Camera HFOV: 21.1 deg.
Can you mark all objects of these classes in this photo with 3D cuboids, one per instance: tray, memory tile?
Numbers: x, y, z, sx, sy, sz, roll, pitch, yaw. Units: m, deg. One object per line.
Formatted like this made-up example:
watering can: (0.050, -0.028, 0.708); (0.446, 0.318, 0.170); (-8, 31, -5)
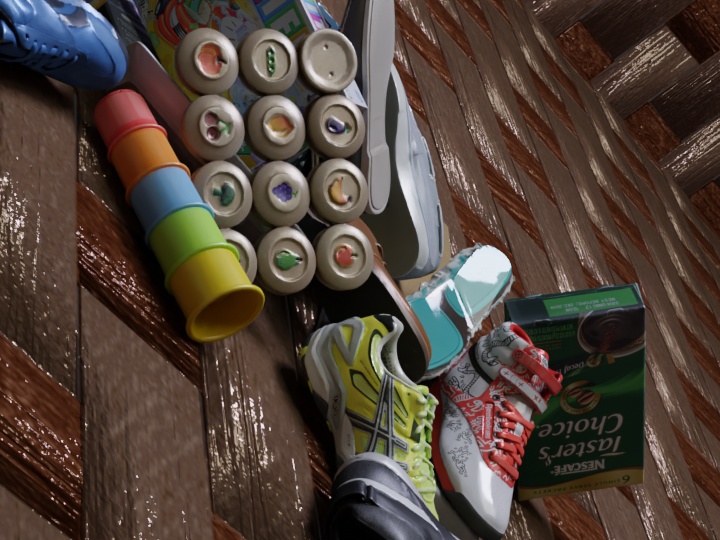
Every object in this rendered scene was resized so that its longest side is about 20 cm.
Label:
tray: (-0.126, -0.086, 1.472); (0.200, 0.022, 0.107); (50, -20, -15)
memory tile: (-0.062, -0.081, 1.435); (0.152, 0.017, 0.201); (-2, 83, -30)

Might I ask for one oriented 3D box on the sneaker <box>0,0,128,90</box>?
sneaker: (-0.234, -0.163, 1.325); (0.200, 0.066, 0.079); (36, 35, -47)

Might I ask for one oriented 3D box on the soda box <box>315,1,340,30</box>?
soda box: (-0.078, -0.192, 1.662); (0.064, 0.068, 0.200); (45, -10, -26)

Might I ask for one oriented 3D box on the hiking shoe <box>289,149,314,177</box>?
hiking shoe: (-0.043, -0.095, 1.730); (0.087, 0.074, 0.200); (59, 24, -11)

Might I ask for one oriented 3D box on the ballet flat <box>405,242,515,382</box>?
ballet flat: (0.062, 0.047, 1.613); (0.072, 0.072, 0.200); (54, 44, 0)

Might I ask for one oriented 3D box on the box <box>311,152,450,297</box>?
box: (0.022, -0.021, 1.678); (0.200, 0.021, 0.164); (42, 36, -43)

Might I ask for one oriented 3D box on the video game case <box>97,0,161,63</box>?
video game case: (-0.174, -0.189, 1.619); (0.143, 0.019, 0.201); (33, 26, -52)

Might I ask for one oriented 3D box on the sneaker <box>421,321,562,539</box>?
sneaker: (0.113, 0.122, 1.557); (0.067, 0.108, 0.202); (45, 18, -30)

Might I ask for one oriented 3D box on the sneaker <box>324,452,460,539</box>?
sneaker: (0.047, 0.223, 1.321); (0.200, 0.073, 0.112); (44, 20, -5)

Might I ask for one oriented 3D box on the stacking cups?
stacking cups: (-0.138, -0.045, 1.364); (0.201, 0.060, 0.060); (58, 16, 26)

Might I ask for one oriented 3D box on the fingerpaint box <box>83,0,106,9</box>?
fingerpaint box: (-0.176, -0.268, 1.447); (0.073, 0.200, 0.167); (48, 17, -15)

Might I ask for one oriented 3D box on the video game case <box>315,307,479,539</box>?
video game case: (0.032, 0.113, 1.580); (0.200, 0.023, 0.182); (51, 15, -12)

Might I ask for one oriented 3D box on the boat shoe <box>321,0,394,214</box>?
boat shoe: (-0.009, -0.144, 1.561); (0.067, 0.057, 0.201); (-20, 113, -67)

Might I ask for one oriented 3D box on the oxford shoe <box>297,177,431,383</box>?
oxford shoe: (0.000, 0.000, 1.524); (0.071, 0.071, 0.200); (-20, 68, -48)

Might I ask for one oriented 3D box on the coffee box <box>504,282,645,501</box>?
coffee box: (0.190, 0.109, 1.701); (0.044, 0.122, 0.201); (-103, -172, -55)

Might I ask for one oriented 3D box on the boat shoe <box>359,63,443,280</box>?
boat shoe: (0.026, -0.088, 1.644); (0.071, 0.070, 0.202); (6, 71, -62)

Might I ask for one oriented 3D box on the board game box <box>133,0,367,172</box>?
board game box: (-0.094, -0.181, 1.549); (0.034, 0.134, 0.201); (11, 49, -62)

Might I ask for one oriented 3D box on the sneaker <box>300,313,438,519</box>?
sneaker: (0.023, 0.124, 1.413); (0.201, 0.076, 0.075); (67, 17, 12)
